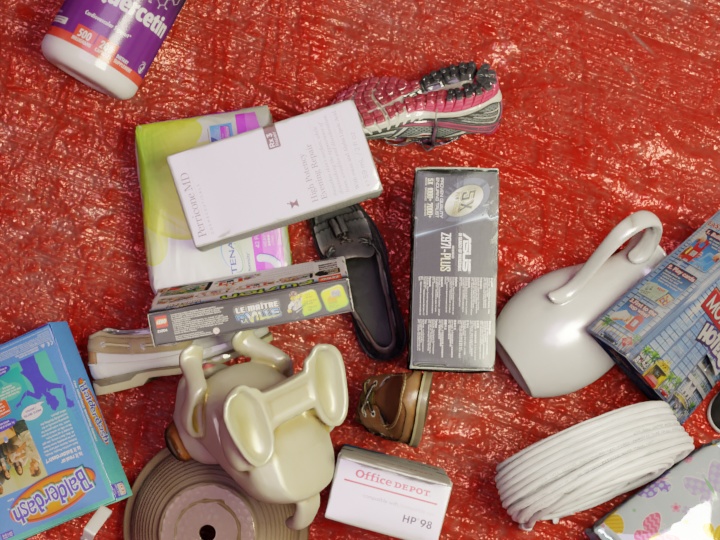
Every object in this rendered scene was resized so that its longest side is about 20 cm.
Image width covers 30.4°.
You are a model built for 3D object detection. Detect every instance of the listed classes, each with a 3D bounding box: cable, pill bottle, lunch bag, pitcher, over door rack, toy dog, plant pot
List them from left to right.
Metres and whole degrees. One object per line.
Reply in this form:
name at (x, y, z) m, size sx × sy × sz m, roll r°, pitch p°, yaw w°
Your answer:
over door rack at (-0.243, 0.351, 1.344) m, size 0.147 × 0.067 × 0.200 m, roll 30°, pitch 124°, yaw 3°
pill bottle at (-0.250, -0.292, 1.422) m, size 0.112 × 0.112 × 0.200 m, roll 28°, pitch 86°, yaw 3°
plant pot at (-0.155, 0.269, 1.382) m, size 0.200 × 0.093 × 0.202 m, roll 0°, pitch 84°, yaw 2°
toy dog at (-0.109, 0.148, 1.313) m, size 0.139 × 0.200 × 0.194 m, roll -35°, pitch 115°, yaw -30°
pitcher at (0.231, 0.031, 1.359) m, size 0.200 × 0.172 × 0.121 m, roll -33°, pitch 53°, yaw -3°
cable at (0.232, 0.193, 1.328) m, size 0.199 × 0.200 × 0.069 m, roll -23°, pitch 72°, yaw 5°
lunch bag at (0.354, 0.302, 1.354) m, size 0.169 × 0.127 × 0.200 m, roll -36°, pitch 77°, yaw -4°

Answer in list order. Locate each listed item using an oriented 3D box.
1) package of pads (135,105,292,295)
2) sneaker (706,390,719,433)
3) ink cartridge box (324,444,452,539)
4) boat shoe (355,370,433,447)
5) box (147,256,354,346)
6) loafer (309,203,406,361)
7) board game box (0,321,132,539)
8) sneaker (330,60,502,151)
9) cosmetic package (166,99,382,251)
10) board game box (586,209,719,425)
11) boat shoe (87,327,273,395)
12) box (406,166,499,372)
package of pads at (-0.159, -0.067, 1.423) m, size 0.154 × 0.068 × 0.201 m, roll -9°, pitch 84°, yaw 0°
sneaker at (0.448, 0.094, 1.382) m, size 0.071 × 0.099 × 0.200 m, roll 43°, pitch 86°, yaw 6°
ink cartridge box at (0.027, 0.224, 1.327) m, size 0.115 × 0.200 × 0.067 m, roll 14°, pitch 86°, yaw 3°
boat shoe at (0.030, 0.140, 1.334) m, size 0.068 × 0.200 × 0.072 m, roll 15°, pitch 72°, yaw -1°
box at (-0.109, 0.029, 1.333) m, size 0.199 × 0.110 × 0.035 m, roll -10°, pitch 103°, yaw -1°
loafer at (0.000, 0.000, 1.416) m, size 0.072 × 0.063 × 0.201 m, roll -22°, pitch 85°, yaw -1°
board game box at (-0.347, 0.174, 1.402) m, size 0.152 × 0.045 × 0.201 m, roll -23°, pitch 84°, yaw 13°
sneaker at (0.054, -0.163, 1.428) m, size 0.199 × 0.075 × 0.081 m, roll -7°, pitch 45°, yaw 11°
cosmetic package at (-0.087, -0.096, 1.354) m, size 0.199 × 0.074 × 0.102 m, roll -19°, pitch 88°, yaw -2°
board game box at (0.351, 0.043, 1.345) m, size 0.200 × 0.200 × 0.062 m, roll -50°, pitch 44°, yaw -2°
boat shoe at (-0.195, 0.076, 1.408) m, size 0.199 × 0.075 × 0.069 m, roll -15°, pitch 90°, yaw 1°
box at (0.093, 0.004, 1.364) m, size 0.086 × 0.164 × 0.201 m, roll 2°, pitch 84°, yaw 2°
